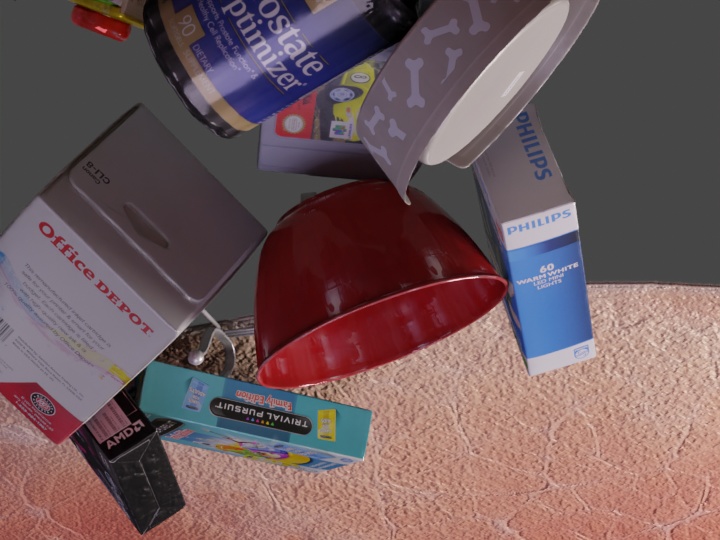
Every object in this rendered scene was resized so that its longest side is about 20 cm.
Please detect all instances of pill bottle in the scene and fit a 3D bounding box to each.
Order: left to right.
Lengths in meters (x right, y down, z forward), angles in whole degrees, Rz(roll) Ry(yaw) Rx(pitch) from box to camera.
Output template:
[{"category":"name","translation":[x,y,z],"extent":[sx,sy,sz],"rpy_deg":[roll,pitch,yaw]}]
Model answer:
[{"category":"pill bottle","translation":[-0.032,-0.180,1.378],"extent":[0.200,0.112,0.112],"rpy_deg":[-30,135,16]}]

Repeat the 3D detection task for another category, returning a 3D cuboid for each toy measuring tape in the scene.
[{"category":"toy measuring tape","translation":[-0.176,-0.192,1.388],"extent":[0.073,0.074,0.200],"rpy_deg":[-6,177,13]}]

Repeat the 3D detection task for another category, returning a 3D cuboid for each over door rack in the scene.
[{"category":"over door rack","translation":[-0.079,0.027,1.728],"extent":[0.147,0.067,0.200],"rpy_deg":[-8,143,14]}]

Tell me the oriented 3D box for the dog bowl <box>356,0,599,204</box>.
[{"category":"dog bowl","translation":[0.075,-0.137,1.397],"extent":[0.059,0.200,0.200],"rpy_deg":[42,142,10]}]

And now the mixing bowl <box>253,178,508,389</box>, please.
[{"category":"mixing bowl","translation":[0.000,0.000,1.580],"extent":[0.200,0.109,0.200],"rpy_deg":[-19,165,-5]}]

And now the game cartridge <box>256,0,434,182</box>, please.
[{"category":"game cartridge","translation":[-0.004,-0.134,1.526],"extent":[0.133,0.041,0.200],"rpy_deg":[2,145,-5]}]

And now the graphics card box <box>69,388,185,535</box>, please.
[{"category":"graphics card box","translation":[-0.224,0.112,1.756],"extent":[0.051,0.200,0.126],"rpy_deg":[-33,147,-16]}]

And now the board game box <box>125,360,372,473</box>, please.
[{"category":"board game box","translation":[-0.108,0.130,1.845],"extent":[0.200,0.047,0.151],"rpy_deg":[13,167,-14]}]

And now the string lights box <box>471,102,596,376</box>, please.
[{"category":"string lights box","translation":[0.131,-0.021,1.606],"extent":[0.059,0.103,0.200],"rpy_deg":[-17,142,-1]}]

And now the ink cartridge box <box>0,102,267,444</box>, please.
[{"category":"ink cartridge box","translation":[-0.199,0.004,1.601],"extent":[0.145,0.145,0.200],"rpy_deg":[45,135,-6]}]
